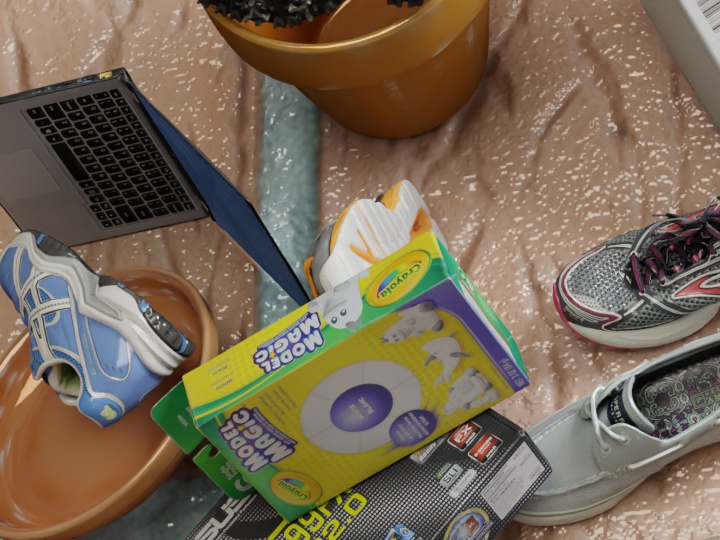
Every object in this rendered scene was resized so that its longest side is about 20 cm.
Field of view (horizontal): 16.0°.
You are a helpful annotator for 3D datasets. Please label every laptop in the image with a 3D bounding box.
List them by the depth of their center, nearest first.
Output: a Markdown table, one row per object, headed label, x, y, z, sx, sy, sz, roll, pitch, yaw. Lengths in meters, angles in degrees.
| label | x | y | z | sx | sy | sz | roll | pitch | yaw |
| --- | --- | --- | --- | --- | --- | --- | --- | --- | --- |
| laptop | -0.142 | -0.029 | 1.621 | 0.198 | 0.187 | 0.117 | -12 | 61 | 10 |

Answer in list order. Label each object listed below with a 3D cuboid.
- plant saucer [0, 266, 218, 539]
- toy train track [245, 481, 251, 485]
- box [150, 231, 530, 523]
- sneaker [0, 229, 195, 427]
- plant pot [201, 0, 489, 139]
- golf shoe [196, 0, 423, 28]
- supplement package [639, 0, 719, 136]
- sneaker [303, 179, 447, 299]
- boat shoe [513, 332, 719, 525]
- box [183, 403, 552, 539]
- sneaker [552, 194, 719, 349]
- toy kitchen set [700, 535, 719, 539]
| label | x | y | z | sx | sy | sz | roll | pitch | yaw |
| --- | --- | --- | --- | --- | --- | --- | --- | --- | --- |
| plant saucer | -0.166 | 0.089 | 1.613 | 0.199 | 0.037 | 0.201 | -25 | 41 | 24 |
| toy train track | -0.103 | 0.080 | 1.616 | 0.199 | 0.033 | 0.115 | -6 | 52 | 30 |
| box | -0.013 | 0.071 | 1.502 | 0.199 | 0.117 | 0.049 | -30 | 45 | 11 |
| sneaker | -0.183 | 0.034 | 1.588 | 0.077 | 0.076 | 0.200 | -52 | 34 | -7 |
| plant pot | 0.004 | -0.183 | 1.658 | 0.199 | 0.183 | 0.202 | -6 | 63 | 12 |
| golf shoe | -0.019 | -0.203 | 1.537 | 0.198 | 0.078 | 0.095 | -1 | 47 | 13 |
| supplement package | 0.253 | -0.195 | 1.579 | 0.155 | 0.111 | 0.201 | -33 | 99 | -2 |
| sneaker | 0.000 | 0.000 | 1.584 | 0.077 | 0.200 | 0.079 | -27 | 91 | 15 |
| boat shoe | 0.166 | 0.087 | 1.541 | 0.200 | 0.072 | 0.070 | -26 | 61 | 5 |
| box | -0.004 | 0.150 | 1.548 | 0.200 | 0.044 | 0.160 | -48 | 43 | -10 |
| sneaker | 0.213 | -0.014 | 1.577 | 0.199 | 0.075 | 0.081 | -18 | 61 | 8 |
| toy kitchen set | 0.235 | 0.249 | 1.389 | 0.199 | 0.163 | 0.182 | -14 | 61 | 9 |
